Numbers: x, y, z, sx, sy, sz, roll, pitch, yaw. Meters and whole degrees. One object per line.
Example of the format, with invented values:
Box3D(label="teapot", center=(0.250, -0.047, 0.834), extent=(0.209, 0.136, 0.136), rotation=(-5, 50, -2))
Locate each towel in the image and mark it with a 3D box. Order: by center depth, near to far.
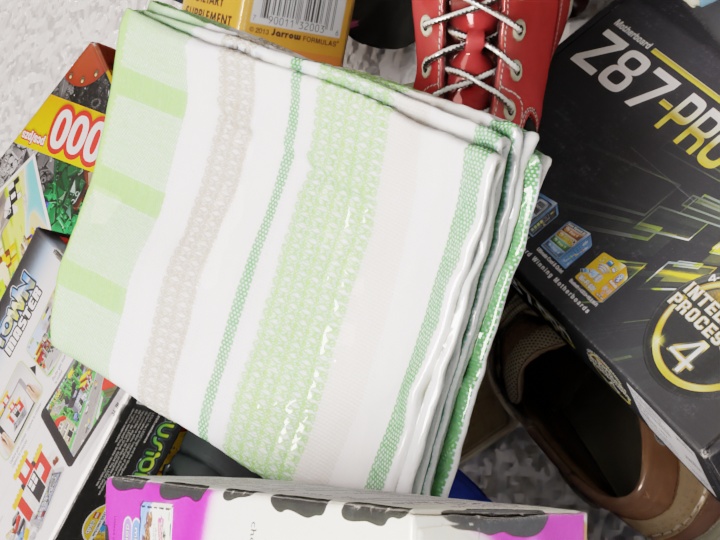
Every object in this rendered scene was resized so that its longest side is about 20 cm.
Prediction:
Box3D(label="towel", center=(-0.035, -0.005, 0.653), extent=(0.199, 0.031, 0.150), rotation=(24, 102, 38))

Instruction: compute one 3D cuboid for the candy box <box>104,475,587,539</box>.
Box3D(label="candy box", center=(-0.014, 0.134, 0.553), extent=(0.200, 0.061, 0.137), rotation=(-5, 83, 60))

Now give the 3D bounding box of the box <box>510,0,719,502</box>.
Box3D(label="box", center=(0.136, -0.028, 0.692), extent=(0.161, 0.049, 0.200), rotation=(-37, 45, -3))

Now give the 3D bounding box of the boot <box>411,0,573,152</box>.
Box3D(label="boot", center=(0.042, -0.104, 0.640), extent=(0.072, 0.200, 0.145), rotation=(5, 58, 13))

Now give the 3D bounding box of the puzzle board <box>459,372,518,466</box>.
Box3D(label="puzzle board", center=(-0.011, 0.058, 0.894), extent=(0.200, 0.017, 0.151), rotation=(-38, 50, 32))

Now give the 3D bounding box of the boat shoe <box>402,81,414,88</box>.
Box3D(label="boat shoe", center=(-0.002, 0.000, 0.766), extent=(0.074, 0.066, 0.200), rotation=(-15, 30, 29))

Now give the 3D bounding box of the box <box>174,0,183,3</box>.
Box3D(label="box", center=(-0.093, -0.251, 0.956), extent=(0.117, 0.196, 0.201), rotation=(18, 91, 50))

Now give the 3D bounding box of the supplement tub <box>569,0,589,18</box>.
Box3D(label="supplement tub", center=(0.079, -0.221, 0.825), extent=(0.107, 0.107, 0.201), rotation=(15, 87, 49))

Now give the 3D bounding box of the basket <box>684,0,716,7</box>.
Box3D(label="basket", center=(0.174, -0.205, 0.702), extent=(0.199, 0.139, 0.177), rotation=(-29, 46, -6))

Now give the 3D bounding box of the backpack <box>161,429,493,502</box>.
Box3D(label="backpack", center=(0.004, 0.150, 0.724), extent=(0.200, 0.167, 0.163), rotation=(27, 92, 46))

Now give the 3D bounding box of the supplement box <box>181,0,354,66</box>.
Box3D(label="supplement box", center=(-0.033, -0.185, 0.867), extent=(0.066, 0.068, 0.201), rotation=(21, 101, 55))

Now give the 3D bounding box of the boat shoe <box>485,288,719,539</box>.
Box3D(label="boat shoe", center=(0.086, 0.032, 0.751), extent=(0.076, 0.072, 0.200), rotation=(-56, 43, 17))

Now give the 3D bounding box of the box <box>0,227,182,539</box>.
Box3D(label="box", center=(-0.145, 0.095, 0.780), extent=(0.110, 0.035, 0.201), rotation=(42, 109, 44))

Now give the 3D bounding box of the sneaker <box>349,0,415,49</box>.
Box3D(label="sneaker", center=(0.014, -0.218, 0.916), extent=(0.086, 0.080, 0.201), rotation=(30, 99, 50))

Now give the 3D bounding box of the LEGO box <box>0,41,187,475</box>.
Box3D(label="LEGO box", center=(-0.109, 0.020, 0.850), extent=(0.149, 0.077, 0.201), rotation=(-47, 48, 24))
